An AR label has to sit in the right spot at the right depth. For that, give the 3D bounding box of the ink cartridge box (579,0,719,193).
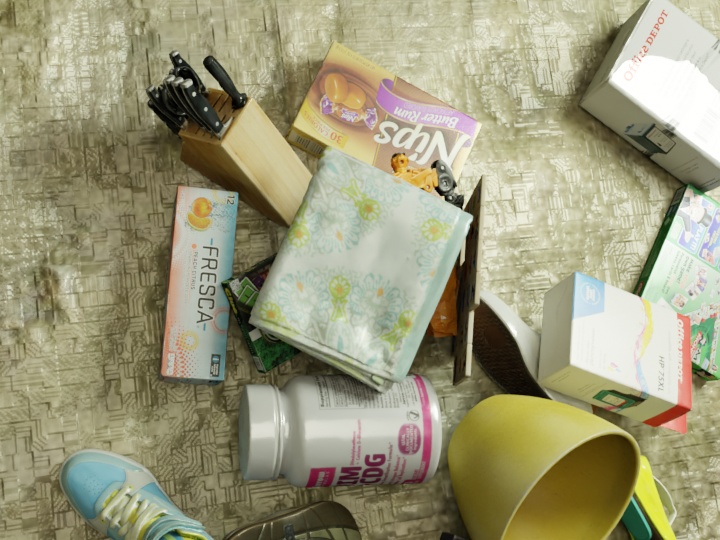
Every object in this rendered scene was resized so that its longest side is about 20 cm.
[{"bbox_3d":[0.394,-0.216,1.223,0.199,0.086,0.148,34,73,-4],"label":"ink cartridge box"}]

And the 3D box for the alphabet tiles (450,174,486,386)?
[{"bbox_3d":[0.114,0.018,1.065,0.007,0.167,0.204,5,78,-2],"label":"alphabet tiles"}]

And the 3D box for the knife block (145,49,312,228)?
[{"bbox_3d":[-0.128,-0.139,1.029,0.199,0.175,0.064,34,74,-6],"label":"knife block"}]

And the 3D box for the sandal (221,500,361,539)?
[{"bbox_3d":[-0.074,0.282,0.999,0.198,0.054,0.083,-1,80,-47],"label":"sandal"}]

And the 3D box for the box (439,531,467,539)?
[{"bbox_3d":[0.128,0.405,1.055,0.156,0.050,0.203,24,74,-8],"label":"box"}]

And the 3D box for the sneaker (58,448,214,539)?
[{"bbox_3d":[-0.209,0.243,0.958,0.199,0.131,0.080,38,75,-4],"label":"sneaker"}]

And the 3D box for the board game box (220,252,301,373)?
[{"bbox_3d":[-0.046,0.017,1.066,0.199,0.023,0.106,-30,107,-29],"label":"board game box"}]

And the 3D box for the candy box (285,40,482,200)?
[{"bbox_3d":[0.027,-0.158,1.135,0.198,0.056,0.118,28,75,-6],"label":"candy box"}]

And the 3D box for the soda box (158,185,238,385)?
[{"bbox_3d":[-0.171,0.017,1.047,0.067,0.064,0.204,6,79,-13],"label":"soda box"}]

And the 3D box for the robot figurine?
[{"bbox_3d":[0.046,-0.025,1.070,0.143,0.058,0.204,-7,95,-19],"label":"robot figurine"}]

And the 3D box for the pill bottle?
[{"bbox_3d":[-0.024,0.166,1.029,0.196,0.113,0.115,1,79,-13],"label":"pill bottle"}]

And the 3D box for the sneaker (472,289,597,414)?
[{"bbox_3d":[0.195,0.099,1.131,0.084,0.073,0.201,-35,88,-41],"label":"sneaker"}]

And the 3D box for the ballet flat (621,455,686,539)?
[{"bbox_3d":[0.340,0.304,1.124,0.066,0.067,0.203,-19,83,-30],"label":"ballet flat"}]

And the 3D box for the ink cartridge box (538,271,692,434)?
[{"bbox_3d":[0.300,0.095,1.098,0.197,0.067,0.118,20,59,-16],"label":"ink cartridge box"}]

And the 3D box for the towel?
[{"bbox_3d":[0.000,0.000,0.997,0.169,0.048,0.202,25,86,0],"label":"towel"}]

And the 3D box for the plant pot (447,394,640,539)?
[{"bbox_3d":[0.173,0.212,1.040,0.199,0.202,0.142,-32,44,-18],"label":"plant pot"}]

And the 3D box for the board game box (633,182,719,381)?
[{"bbox_3d":[0.414,0.014,1.214,0.133,0.029,0.202,30,74,-7],"label":"board game box"}]
